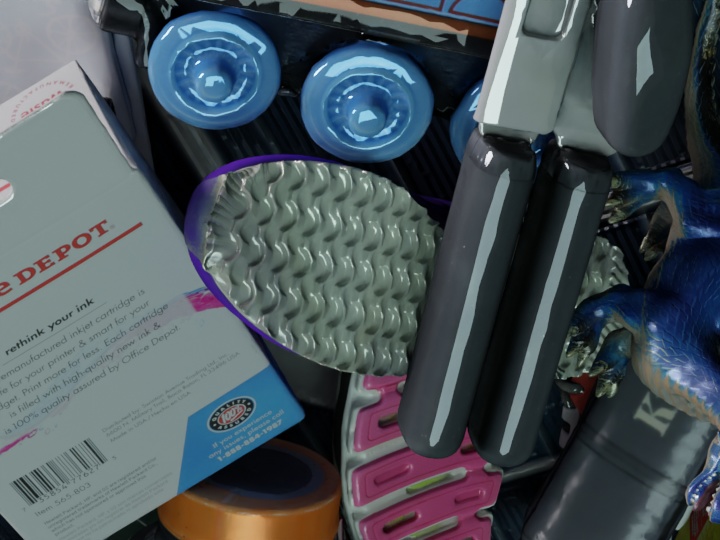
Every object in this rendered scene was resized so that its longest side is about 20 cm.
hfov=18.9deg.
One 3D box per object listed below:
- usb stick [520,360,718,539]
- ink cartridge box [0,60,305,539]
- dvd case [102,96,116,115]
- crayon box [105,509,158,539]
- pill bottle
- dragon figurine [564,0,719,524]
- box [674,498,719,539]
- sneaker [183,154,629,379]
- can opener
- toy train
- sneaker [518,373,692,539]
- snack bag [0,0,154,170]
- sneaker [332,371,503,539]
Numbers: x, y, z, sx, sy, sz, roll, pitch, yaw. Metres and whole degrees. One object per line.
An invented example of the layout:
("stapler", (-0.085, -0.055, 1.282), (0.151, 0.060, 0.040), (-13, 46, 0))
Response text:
("usb stick", (0.125, 0.035, 0.824), (0.033, 0.055, 0.200), (4, 118, -60))
("ink cartridge box", (-0.114, 0.008, 0.768), (0.115, 0.068, 0.200), (-31, 139, -1))
("dvd case", (-0.181, 0.001, 0.848), (0.200, 0.025, 0.150), (-5, 136, 5))
("crayon box", (-0.086, 0.209, 0.980), (0.126, 0.052, 0.200), (-41, 131, -21))
("pill bottle", (-0.054, 0.169, 0.879), (0.106, 0.106, 0.200), (6, 109, -4))
("dragon figurine", (0.135, 0.000, 0.758), (0.099, 0.200, 0.059), (8, 154, 30))
("box", (0.170, 0.128, 0.944), (0.050, 0.075, 0.200), (12, 131, -7))
("sneaker", (0.000, 0.001, 0.803), (0.200, 0.099, 0.070), (14, 90, -42))
("can opener", (0.060, -0.021, 0.708), (0.053, 0.067, 0.200), (8, 111, -16))
("toy train", (0.009, -0.101, 0.744), (0.200, 0.087, 0.114), (10, 124, -8))
("sneaker", (0.107, 0.060, 0.896), (0.082, 0.077, 0.200), (32, 114, -12))
("snack bag", (-0.173, -0.042, 0.837), (0.188, 0.021, 0.200), (-4, 131, 4))
("sneaker", (0.016, 0.101, 0.924), (0.074, 0.087, 0.200), (-15, 112, -21))
